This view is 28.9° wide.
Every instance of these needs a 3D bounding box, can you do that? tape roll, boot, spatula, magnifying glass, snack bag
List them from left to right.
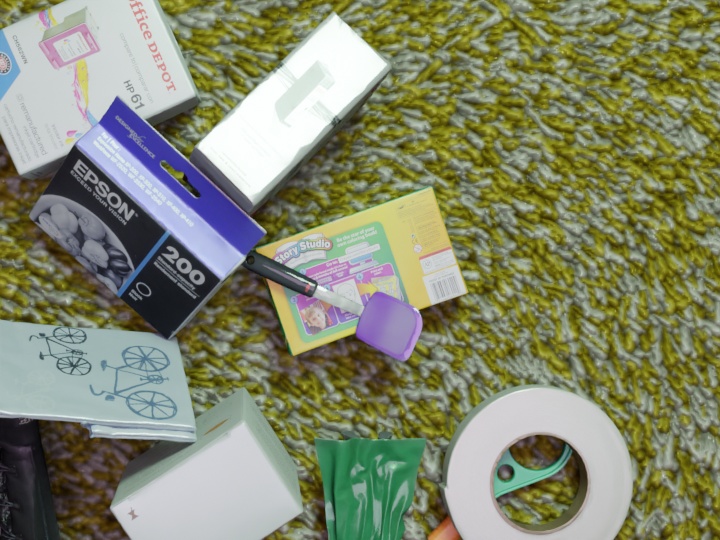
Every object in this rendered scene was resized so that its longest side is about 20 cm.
[{"bbox_3d":[-0.371,0.193,1.429,0.065,0.165,0.201,-21,117,-33],"label":"boot"},{"bbox_3d":[-0.266,0.107,1.369,0.199,0.189,0.021,6,115,-18],"label":"snack bag"},{"bbox_3d":[-0.032,0.026,1.417,0.199,0.021,0.057,26,92,-2],"label":"spatula"},{"bbox_3d":[0.149,0.222,1.489,0.080,0.022,0.200,45,89,-3],"label":"magnifying glass"},{"bbox_3d":[0.184,0.221,1.466,0.202,0.037,0.204,0,91,-6],"label":"tape roll"}]

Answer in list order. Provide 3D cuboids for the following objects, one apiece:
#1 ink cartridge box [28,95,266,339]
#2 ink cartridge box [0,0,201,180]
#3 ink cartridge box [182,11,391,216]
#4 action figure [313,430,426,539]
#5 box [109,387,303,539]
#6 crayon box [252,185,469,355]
[{"bbox_3d":[-0.216,-0.046,1.387,0.198,0.200,0.043,42,47,-3],"label":"ink cartridge box"},{"bbox_3d":[-0.281,-0.200,1.427,0.199,0.085,0.145,-25,92,-4],"label":"ink cartridge box"},{"bbox_3d":[-0.075,-0.146,1.392,0.084,0.144,0.200,45,75,-2],"label":"ink cartridge box"},{"bbox_3d":[0.004,0.270,1.465,0.118,0.055,0.201,3,97,-5],"label":"action figure"},{"bbox_3d":[-0.149,0.213,1.380,0.152,0.200,0.107,-33,97,-1],"label":"box"},{"bbox_3d":[0.000,0.000,1.459,0.199,0.058,0.119,-19,91,-3],"label":"crayon box"}]
